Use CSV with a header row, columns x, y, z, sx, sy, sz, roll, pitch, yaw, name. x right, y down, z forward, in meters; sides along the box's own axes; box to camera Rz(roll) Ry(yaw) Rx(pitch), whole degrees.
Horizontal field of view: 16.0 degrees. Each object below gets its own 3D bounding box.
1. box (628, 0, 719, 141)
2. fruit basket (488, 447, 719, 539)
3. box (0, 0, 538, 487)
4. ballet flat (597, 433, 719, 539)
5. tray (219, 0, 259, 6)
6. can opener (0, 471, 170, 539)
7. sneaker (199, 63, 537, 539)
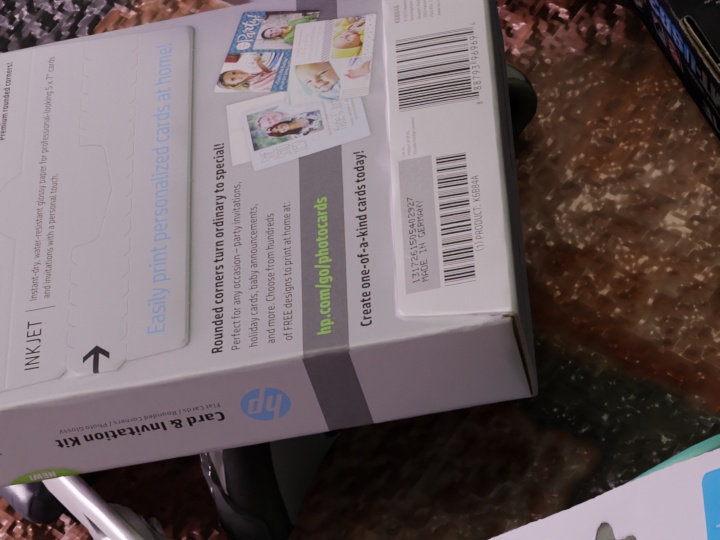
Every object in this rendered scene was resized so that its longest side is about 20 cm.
x,y,z,sx,sy,sz,roll,pitch,yaw,name
0.187,-0.130,0.870,0.199,0.050,0.199,-26,52,-2,box
0.056,0.152,0.601,0.093,0.185,0.201,-1,76,-25,fruit basket
-0.051,-0.015,0.773,0.199,0.041,0.157,-10,46,7,box
0.047,0.121,0.728,0.199,0.068,0.069,-30,60,8,ballet flat
-0.028,-0.103,0.848,0.107,0.200,0.022,4,88,21,tray
-0.121,0.067,0.824,0.067,0.053,0.200,-42,52,-15,can opener
0.000,0.000,0.823,0.079,0.074,0.201,11,59,19,sneaker
